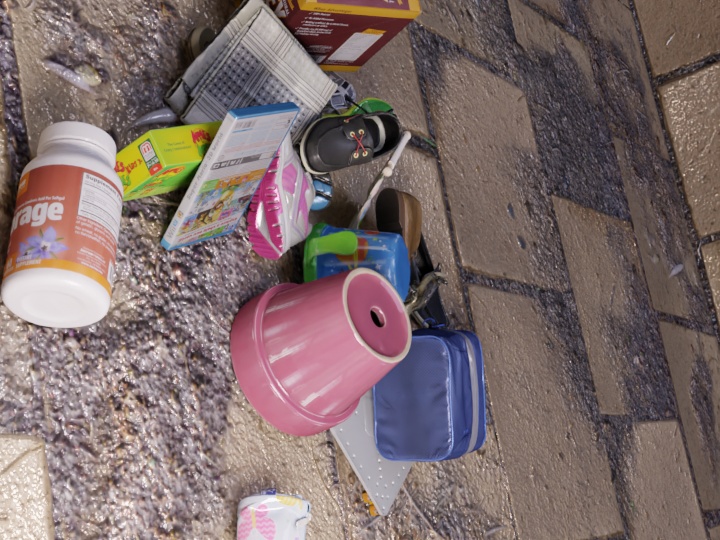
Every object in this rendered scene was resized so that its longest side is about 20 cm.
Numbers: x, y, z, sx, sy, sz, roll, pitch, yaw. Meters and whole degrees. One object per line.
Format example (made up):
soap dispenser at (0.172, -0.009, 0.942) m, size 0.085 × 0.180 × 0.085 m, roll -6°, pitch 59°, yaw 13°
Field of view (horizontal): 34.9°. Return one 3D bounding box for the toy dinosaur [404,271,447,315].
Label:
toy dinosaur at (0.083, 0.041, 1.720) m, size 0.047 × 0.088 × 0.200 m, roll 43°, pitch 56°, yaw 6°

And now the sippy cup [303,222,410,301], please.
sippy cup at (0.000, 0.000, 1.619) m, size 0.178 × 0.128 × 0.142 m, roll -42°, pitch 128°, yaw -70°

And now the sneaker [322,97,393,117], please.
sneaker at (-0.003, -0.213, 1.801) m, size 0.083 × 0.075 × 0.199 m, roll 38°, pitch 36°, yaw 16°

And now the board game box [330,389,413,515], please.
board game box at (0.013, 0.217, 1.658) m, size 0.202 × 0.026 × 0.200 m, roll 60°, pitch 32°, yaw -16°

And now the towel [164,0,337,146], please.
towel at (-0.142, -0.239, 1.547) m, size 0.193 × 0.034 × 0.200 m, roll -51°, pitch 126°, yaw -4°

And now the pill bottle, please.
pill bottle at (-0.311, -0.052, 1.212) m, size 0.112 × 0.111 × 0.203 m, roll 33°, pitch 47°, yaw -45°

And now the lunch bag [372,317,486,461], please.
lunch bag at (0.102, 0.170, 1.650) m, size 0.132 × 0.134 × 0.204 m, roll 2°, pitch 87°, yaw -59°

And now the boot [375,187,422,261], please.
boot at (0.066, -0.023, 1.791) m, size 0.075 × 0.073 × 0.204 m, roll 9°, pitch 82°, yaw -46°

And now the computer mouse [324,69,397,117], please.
computer mouse at (-0.046, -0.269, 1.752) m, size 0.199 × 0.044 × 0.109 m, roll 41°, pitch 42°, yaw 16°

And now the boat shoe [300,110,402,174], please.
boat shoe at (-0.012, -0.184, 1.604) m, size 0.200 × 0.062 × 0.075 m, roll -25°, pitch 109°, yaw -52°

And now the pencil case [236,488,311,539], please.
pencil case at (-0.102, 0.363, 1.339) m, size 0.083 × 0.089 × 0.203 m, roll 98°, pitch -8°, yaw -65°

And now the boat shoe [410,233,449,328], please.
boat shoe at (0.103, 0.016, 1.875) m, size 0.202 × 0.062 × 0.075 m, roll 66°, pitch 30°, yaw -10°

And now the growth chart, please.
growth chart at (0.020, -0.118, 1.724) m, size 0.018 × 0.201 × 0.146 m, roll 29°, pitch 45°, yaw -2°

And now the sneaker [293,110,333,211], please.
sneaker at (-0.088, -0.186, 1.658) m, size 0.082 × 0.072 × 0.204 m, roll -145°, pitch -133°, yaw -80°

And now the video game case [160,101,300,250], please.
video game case at (-0.161, -0.118, 1.422) m, size 0.018 × 0.201 × 0.143 m, roll 40°, pitch 27°, yaw 16°

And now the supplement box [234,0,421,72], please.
supplement box at (-0.052, -0.396, 1.663) m, size 0.195 × 0.199 × 0.135 m, roll -4°, pitch 75°, yaw -32°

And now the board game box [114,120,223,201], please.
board game box at (-0.220, -0.138, 1.408) m, size 0.199 × 0.101 × 0.048 m, roll -22°, pitch 84°, yaw -59°

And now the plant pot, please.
plant pot at (-0.039, 0.090, 1.474) m, size 0.199 × 0.178 × 0.203 m, roll 30°, pitch 45°, yaw -35°

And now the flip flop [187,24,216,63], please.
flip flop at (-0.168, -0.257, 1.594) m, size 0.201 × 0.057 × 0.082 m, roll 58°, pitch 33°, yaw -32°

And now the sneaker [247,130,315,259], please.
sneaker at (-0.110, -0.123, 1.558) m, size 0.088 × 0.080 × 0.204 m, roll -21°, pitch 115°, yaw -49°
